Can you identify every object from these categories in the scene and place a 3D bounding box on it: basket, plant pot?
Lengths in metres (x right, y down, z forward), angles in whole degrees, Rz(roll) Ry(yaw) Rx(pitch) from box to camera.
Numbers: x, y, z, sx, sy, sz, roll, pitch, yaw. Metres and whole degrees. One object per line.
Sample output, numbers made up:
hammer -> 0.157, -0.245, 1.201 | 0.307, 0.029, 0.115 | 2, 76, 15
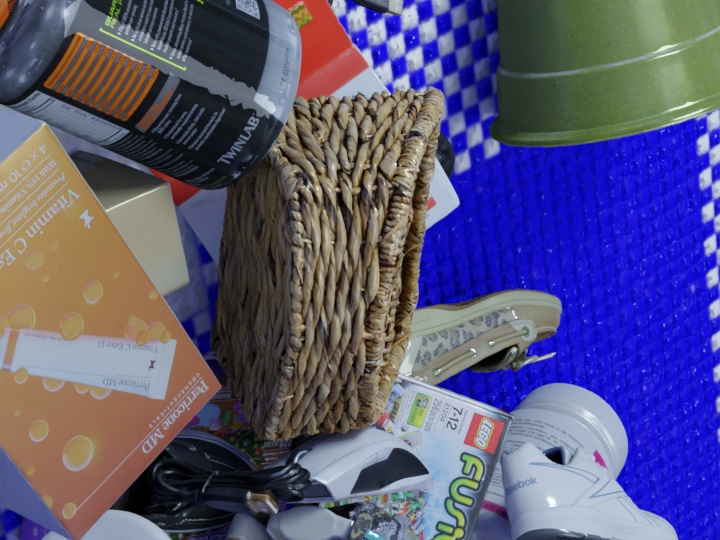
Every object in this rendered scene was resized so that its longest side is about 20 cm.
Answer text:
basket -> 0.000, 0.000, 1.292 | 0.148, 0.143, 0.201 | -4, 121, -22
plant pot -> 0.167, -0.207, 1.452 | 0.200, 0.200, 0.191 | -25, 108, -34

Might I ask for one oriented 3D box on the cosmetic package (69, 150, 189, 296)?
cosmetic package -> -0.212, 0.003, 1.212 | 0.200, 0.105, 0.071 | -28, 121, -35

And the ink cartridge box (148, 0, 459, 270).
ink cartridge box -> -0.043, -0.070, 1.343 | 0.162, 0.050, 0.200 | -36, 133, -2

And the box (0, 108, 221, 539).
box -> -0.186, 0.026, 1.106 | 0.124, 0.097, 0.200 | -47, 128, -22

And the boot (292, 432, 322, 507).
boot -> 0.000, 0.150, 1.501 | 0.144, 0.071, 0.202 | 2, 96, -56

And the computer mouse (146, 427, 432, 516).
computer mouse -> -0.032, 0.124, 1.306 | 0.200, 0.109, 0.044 | -1, 86, -52

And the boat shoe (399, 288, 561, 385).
boat shoe -> 0.076, 0.058, 1.506 | 0.199, 0.073, 0.063 | -10, 75, -41

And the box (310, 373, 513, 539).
box -> 0.020, 0.173, 1.410 | 0.110, 0.035, 0.201 | 19, 90, -8

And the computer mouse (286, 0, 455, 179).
computer mouse -> -0.003, -0.124, 1.392 | 0.199, 0.046, 0.141 | 23, 105, -36

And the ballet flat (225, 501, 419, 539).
ballet flat -> -0.045, 0.176, 1.327 | 0.072, 0.200, 0.072 | 9, 76, -40

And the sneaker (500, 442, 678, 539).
sneaker -> 0.164, 0.167, 1.449 | 0.200, 0.074, 0.087 | 24, 46, -55

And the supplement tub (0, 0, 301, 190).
supplement tub -> -0.143, -0.135, 1.197 | 0.199, 0.122, 0.123 | 24, 88, -32

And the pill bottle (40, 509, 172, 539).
pill bottle -> -0.137, 0.236, 1.314 | 0.111, 0.111, 0.200 | -53, 154, -15

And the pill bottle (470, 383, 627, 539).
pill bottle -> 0.123, 0.175, 1.547 | 0.200, 0.113, 0.114 | -47, 136, -50

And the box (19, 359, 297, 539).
box -> -0.129, 0.131, 1.380 | 0.199, 0.039, 0.138 | -2, 107, -43

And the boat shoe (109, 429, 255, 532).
boat shoe -> -0.134, 0.135, 1.309 | 0.199, 0.056, 0.069 | 16, 94, -44
